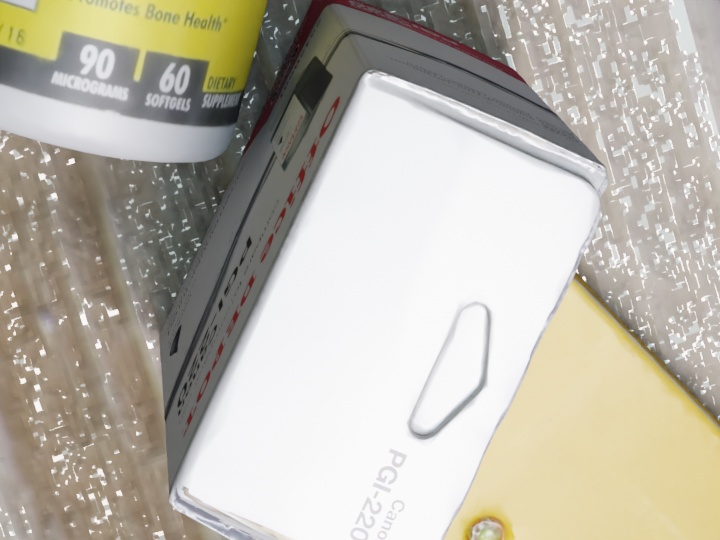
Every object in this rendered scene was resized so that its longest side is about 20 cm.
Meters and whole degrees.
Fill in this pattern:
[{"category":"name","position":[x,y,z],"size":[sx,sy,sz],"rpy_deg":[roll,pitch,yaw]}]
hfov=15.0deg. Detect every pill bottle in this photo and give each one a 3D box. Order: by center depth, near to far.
[{"category":"pill bottle","position":[-0.073,-0.144,0.874],"size":[0.114,0.114,0.200],"rpy_deg":[13,102,-9]}]

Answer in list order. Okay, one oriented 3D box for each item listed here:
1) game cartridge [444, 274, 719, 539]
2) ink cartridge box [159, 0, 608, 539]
[{"category":"game cartridge","position":[0.076,0.124,1.000],"size":[0.176,0.032,0.200],"rpy_deg":[-43,107,4]},{"category":"ink cartridge box","position":[0.000,0.000,0.872],"size":[0.085,0.200,0.146],"rpy_deg":[23,99,-11]}]
